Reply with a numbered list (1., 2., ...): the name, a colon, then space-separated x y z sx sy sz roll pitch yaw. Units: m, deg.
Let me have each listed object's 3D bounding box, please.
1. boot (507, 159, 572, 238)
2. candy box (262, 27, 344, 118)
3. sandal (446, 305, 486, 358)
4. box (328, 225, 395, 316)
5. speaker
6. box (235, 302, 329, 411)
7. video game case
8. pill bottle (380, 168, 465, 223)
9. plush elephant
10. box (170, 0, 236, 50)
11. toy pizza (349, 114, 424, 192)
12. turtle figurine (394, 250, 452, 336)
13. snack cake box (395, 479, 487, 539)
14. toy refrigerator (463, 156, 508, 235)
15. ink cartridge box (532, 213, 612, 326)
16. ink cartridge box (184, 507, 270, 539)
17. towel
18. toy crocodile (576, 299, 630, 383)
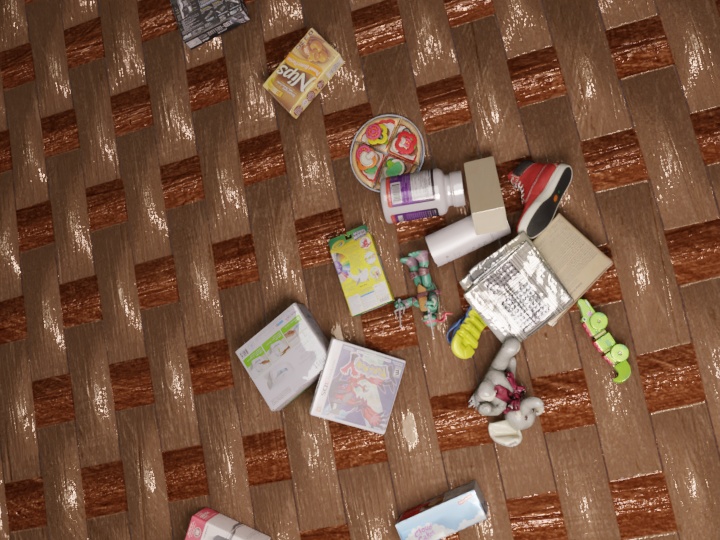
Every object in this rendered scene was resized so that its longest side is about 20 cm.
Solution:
1. boot: 0.383 -0.168 1.415 0.143 0.073 0.202 20 70 45
2. candy box: -0.150 -0.520 1.615 0.115 0.055 0.200 44 94 14
3. sandal: 0.265 0.115 1.433 0.080 0.087 0.200 46 75 -10
4. box: 0.000 0.000 1.525 0.115 0.048 0.205 -20 82 10
5. speaker: 0.257 -0.084 1.455 0.196 0.081 0.083 -25 79 10
6. box: -0.178 0.214 1.515 0.199 0.097 0.178 -39 77 6
7. video game case: -0.005 0.277 1.456 0.196 0.023 0.187 18 87 -17
8. pill bottle: 0.152 -0.184 1.476 0.195 0.111 0.115 -8 82 12
9. plush elephant: 0.332 0.288 1.348 0.153 0.202 0.165 32 52 14
10. box: -0.425 -0.738 1.708 0.196 0.050 0.161 -23 79 10
11. toy pizza: 0.066 -0.300 1.550 0.195 0.032 0.206 -2 83 13
12. turtle figurine: 0.145 0.061 1.460 0.149 0.099 0.206 -23 73 51
13. snack cake box: 0.186 0.554 1.381 0.197 0.115 0.068 -27 79 9
14. toy refrigerator: 0.288 -0.173 1.410 0.074 0.071 0.203 -12 41 12
15. ink cartridge box: 0.445 0.001 1.404 0.200 0.075 0.165 -46 77 4
16. ink cartridge box: -0.337 0.702 1.504 0.195 0.085 0.149 17 88 13
17. towel: 0.342 0.047 1.354 0.191 0.035 0.201 -39 89 16
18. toy crocodile: 0.543 0.154 1.367 0.061 0.067 0.203 -32 78 8
